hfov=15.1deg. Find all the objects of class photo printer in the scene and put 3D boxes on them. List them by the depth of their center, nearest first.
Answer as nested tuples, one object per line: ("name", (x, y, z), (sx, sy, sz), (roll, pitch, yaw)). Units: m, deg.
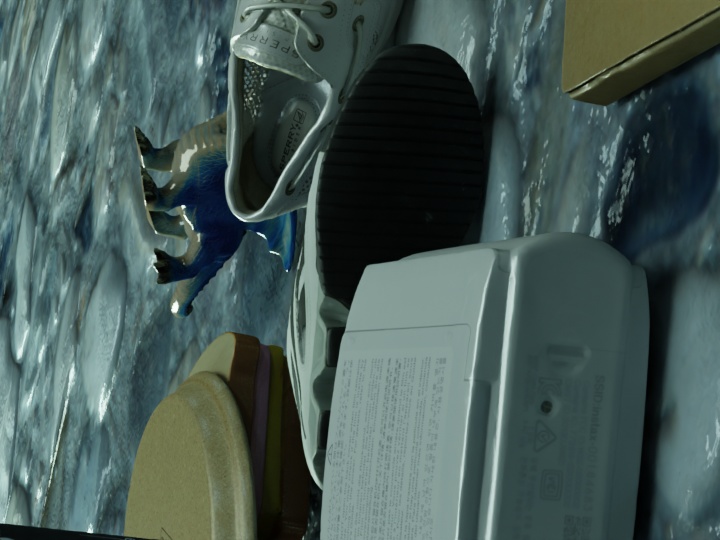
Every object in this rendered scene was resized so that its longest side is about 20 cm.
("photo printer", (0.038, 0.073, 1.004), (0.200, 0.069, 0.167), (169, 107, -73))

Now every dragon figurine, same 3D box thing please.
("dragon figurine", (-0.062, -0.035, 1.408), (0.200, 0.099, 0.059), (86, 174, -46))

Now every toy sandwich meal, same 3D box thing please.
("toy sandwich meal", (-0.064, 0.137, 1.342), (0.205, 0.070, 0.205), (-176, 90, -70))

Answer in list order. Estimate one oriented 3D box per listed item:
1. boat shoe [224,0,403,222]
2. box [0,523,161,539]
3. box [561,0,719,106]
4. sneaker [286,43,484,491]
("boat shoe", (-0.027, -0.111, 1.268), (0.069, 0.071, 0.200), (-38, -38, -53))
("box", (-0.095, 0.193, 1.171), (0.132, 0.200, 0.115), (-120, 41, -64))
("box", (0.118, -0.156, 0.917), (0.200, 0.021, 0.164), (153, 123, -71))
("sneaker", (0.000, 0.000, 1.158), (0.089, 0.074, 0.200), (-153, 71, -71))
